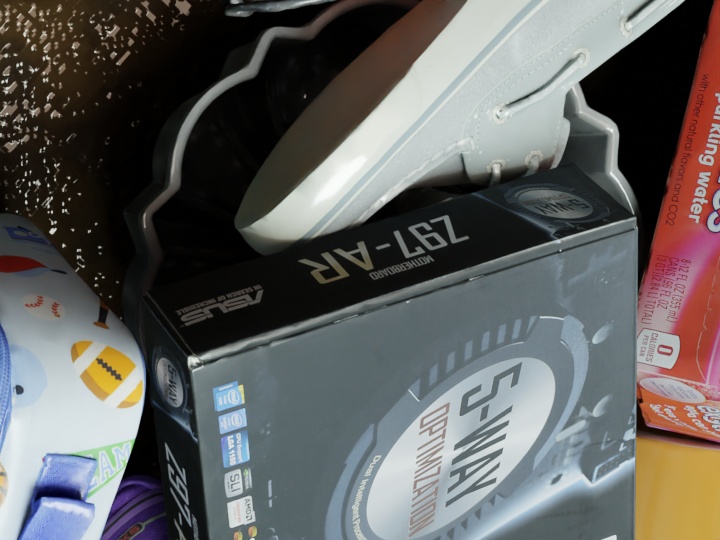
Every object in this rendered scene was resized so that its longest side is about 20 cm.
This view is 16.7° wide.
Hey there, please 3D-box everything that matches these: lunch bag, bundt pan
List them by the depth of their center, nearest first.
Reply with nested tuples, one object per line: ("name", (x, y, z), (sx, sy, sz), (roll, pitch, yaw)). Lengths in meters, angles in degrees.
("lunch bag", (-0.143, 0.079, 0.826), (0.075, 0.160, 0.201), (8, 110, -31))
("bundt pan", (0.000, 0.000, 0.894), (0.200, 0.076, 0.204), (-2, 96, -25))

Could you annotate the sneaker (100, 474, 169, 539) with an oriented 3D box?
("sneaker", (-0.120, 0.149, 0.911), (0.200, 0.084, 0.080), (-41, 139, 25))

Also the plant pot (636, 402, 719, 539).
("plant pot", (0.133, 0.153, 1.003), (0.199, 0.200, 0.185), (2, 97, -29))

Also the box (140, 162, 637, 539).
("box", (0.015, 0.078, 0.828), (0.159, 0.044, 0.201), (-16, 124, -20))

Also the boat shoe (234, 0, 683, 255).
("boat shoe", (0.046, -0.061, 0.829), (0.201, 0.070, 0.072), (-44, 105, -18))

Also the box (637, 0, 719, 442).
("box", (0.170, -0.035, 0.912), (0.096, 0.099, 0.202), (54, 50, -70))

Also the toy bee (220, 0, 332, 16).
("toy bee", (0.003, -0.151, 0.794), (0.130, 0.200, 0.110), (-12, 99, -4))
